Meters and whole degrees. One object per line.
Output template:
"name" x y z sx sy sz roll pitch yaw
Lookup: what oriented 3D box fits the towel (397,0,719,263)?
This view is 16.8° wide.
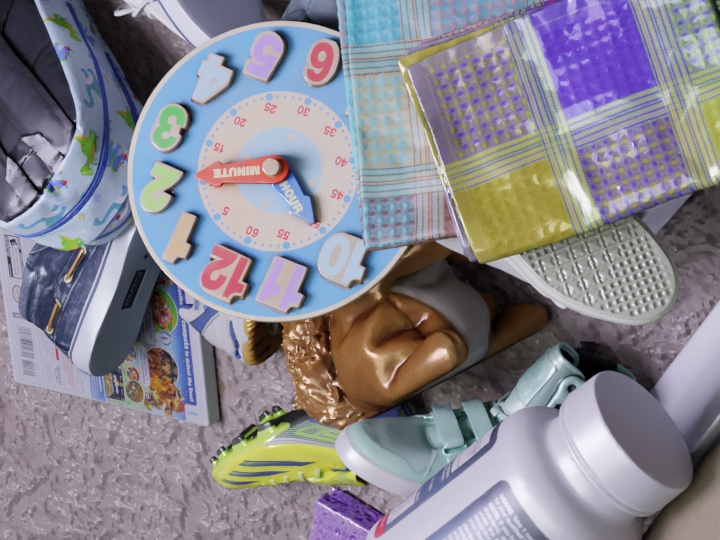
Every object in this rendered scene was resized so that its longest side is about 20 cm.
"towel" 0.132 -0.096 1.462 0.200 0.023 0.144 -17 83 16

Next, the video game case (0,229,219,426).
"video game case" -0.200 0.038 1.913 0.200 0.018 0.143 11 116 33

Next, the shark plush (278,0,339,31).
"shark plush" -0.041 -0.177 1.655 0.200 0.083 0.091 -33 89 41

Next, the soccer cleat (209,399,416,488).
"soccer cleat" -0.035 0.135 1.807 0.200 0.065 0.084 -28 99 41

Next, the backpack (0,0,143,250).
"backpack" -0.231 -0.106 1.763 0.163 0.154 0.200 -47 35 12

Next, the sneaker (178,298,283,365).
"sneaker" -0.094 -0.027 1.768 0.088 0.075 0.200 25 122 26

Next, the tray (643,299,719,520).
"tray" 0.229 0.070 1.567 0.022 0.107 0.200 21 129 -12

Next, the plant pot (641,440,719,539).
"plant pot" 0.273 0.166 1.532 0.187 0.187 0.200 31 113 22

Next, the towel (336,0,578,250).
"towel" 0.059 -0.120 1.515 0.147 0.022 0.200 -9 79 17

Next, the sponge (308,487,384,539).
"sponge" 0.042 0.256 1.825 0.200 0.030 0.112 29 125 23

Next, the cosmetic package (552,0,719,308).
"cosmetic package" 0.163 -0.084 1.547 0.113 0.081 0.200 46 131 13

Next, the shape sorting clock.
"shape sorting clock" -0.054 -0.065 1.595 0.200 0.039 0.200 -1 86 9

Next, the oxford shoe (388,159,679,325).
"oxford shoe" 0.110 -0.023 1.530 0.200 0.075 0.058 25 168 19

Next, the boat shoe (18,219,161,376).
"boat shoe" -0.192 -0.026 1.826 0.091 0.071 0.200 35 110 25

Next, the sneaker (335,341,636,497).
"sneaker" 0.087 0.091 1.637 0.074 0.200 0.118 -113 34 -53

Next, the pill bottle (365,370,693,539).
"pill bottle" 0.109 0.157 1.555 0.200 0.120 0.120 -41 84 27

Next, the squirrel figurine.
"squirrel figurine" 0.000 0.000 1.675 0.200 0.142 0.187 -32 83 38

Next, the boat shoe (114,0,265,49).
"boat shoe" -0.144 -0.208 1.721 0.202 0.075 0.086 52 140 16
